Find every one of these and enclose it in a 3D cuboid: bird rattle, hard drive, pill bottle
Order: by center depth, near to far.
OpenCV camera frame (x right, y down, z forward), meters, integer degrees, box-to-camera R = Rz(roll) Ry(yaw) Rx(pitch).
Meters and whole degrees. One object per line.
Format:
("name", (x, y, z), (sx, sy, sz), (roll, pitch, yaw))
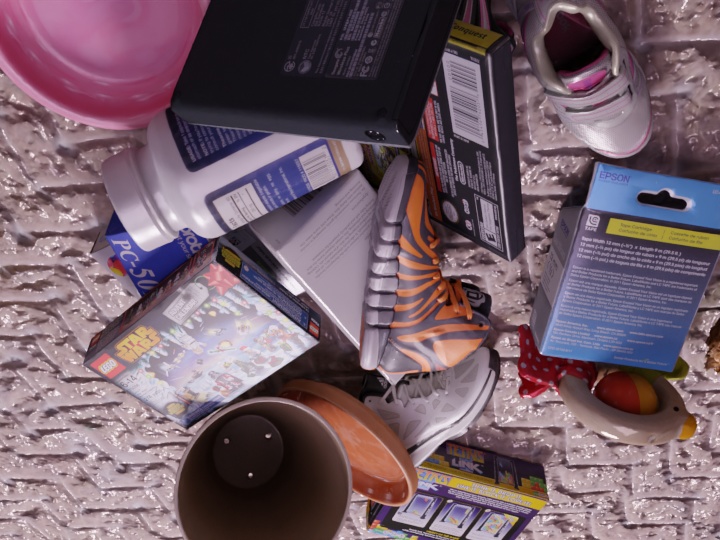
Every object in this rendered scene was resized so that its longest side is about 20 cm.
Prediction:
("hard drive", (-0.034, -0.164, 0.564), (0.197, 0.142, 0.033), (12, 166, 31))
("pill bottle", (-0.106, -0.096, 0.662), (0.198, 0.111, 0.112), (-26, 128, -1))
("bird rattle", (0.263, 0.117, 0.842), (0.197, 0.164, 0.114), (10, 114, -18))

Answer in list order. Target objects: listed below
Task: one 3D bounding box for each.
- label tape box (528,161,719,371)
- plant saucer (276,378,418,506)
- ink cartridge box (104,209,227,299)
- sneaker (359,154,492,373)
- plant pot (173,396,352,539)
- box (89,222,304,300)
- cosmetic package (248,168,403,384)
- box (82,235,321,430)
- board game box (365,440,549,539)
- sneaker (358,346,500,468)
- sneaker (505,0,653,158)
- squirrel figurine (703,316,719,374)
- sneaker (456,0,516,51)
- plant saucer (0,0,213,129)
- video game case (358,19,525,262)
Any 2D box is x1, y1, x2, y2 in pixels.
("label tape box", (0.261, -0.008, 0.781), (0.141, 0.066, 0.203), (8, 115, -4))
("plant saucer", (-0.015, 0.201, 0.950), (0.198, 0.032, 0.202), (29, 146, 21))
("ink cartridge box", (-0.163, 0.020, 0.794), (0.092, 0.045, 0.202), (-11, 130, 10))
("sneaker", (0.062, -0.001, 0.689), (0.110, 0.078, 0.203), (5, 121, -4))
("plant pot", (-0.121, 0.226, 0.916), (0.184, 0.200, 0.191), (0, 89, -14))
("box", (-0.149, -0.016, 0.818), (0.198, 0.042, 0.156), (-26, 125, 22))
("cosmetic package", (0.000, 0.000, 0.769), (0.107, 0.085, 0.201), (-43, 124, -7))
("box", (-0.154, 0.068, 0.778), (0.199, 0.040, 0.137), (-35, 122, 26))
("board game box", (0.125, 0.306, 1.073), (0.197, 0.057, 0.167), (17, 128, -11))
("sneaker", (0.066, 0.144, 0.922), (0.114, 0.076, 0.201), (30, 121, -15))
("sneaker", (0.179, -0.158, 0.644), (0.081, 0.089, 0.200), (-29, 124, 26))
("squirrel figurine", (0.457, 0.067, 0.818), (0.196, 0.143, 0.188), (7, 144, 16))
("sneaker", (0.091, -0.163, 0.656), (0.085, 0.081, 0.201), (-28, 143, -9))
("plant saucer", (-0.209, -0.212, 0.644), (0.197, 0.051, 0.203), (1, 130, 2))
("video game case", (0.050, -0.118, 0.638), (0.180, 0.025, 0.202), (32, 153, 36))
